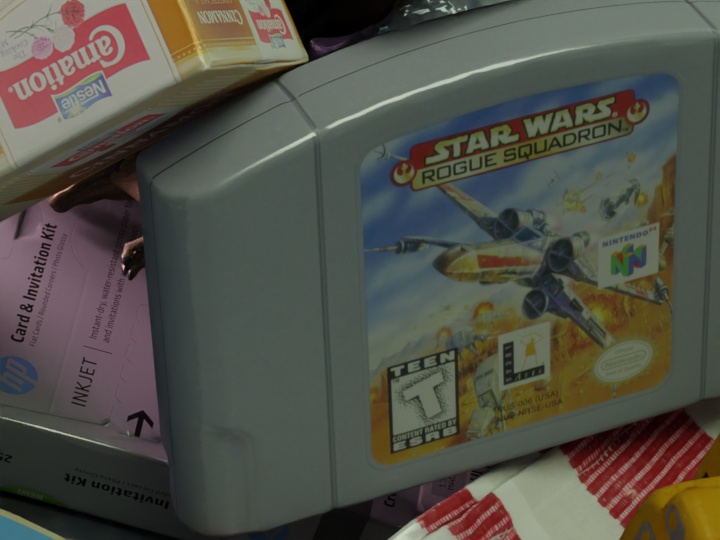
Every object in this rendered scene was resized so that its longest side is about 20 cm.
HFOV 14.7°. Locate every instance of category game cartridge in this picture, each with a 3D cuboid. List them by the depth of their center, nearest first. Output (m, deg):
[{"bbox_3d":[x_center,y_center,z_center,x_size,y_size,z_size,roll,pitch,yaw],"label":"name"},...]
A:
[{"bbox_3d":[0.038,-0.008,0.776,0.199,0.134,0.042,-15,40,-18],"label":"game cartridge"}]

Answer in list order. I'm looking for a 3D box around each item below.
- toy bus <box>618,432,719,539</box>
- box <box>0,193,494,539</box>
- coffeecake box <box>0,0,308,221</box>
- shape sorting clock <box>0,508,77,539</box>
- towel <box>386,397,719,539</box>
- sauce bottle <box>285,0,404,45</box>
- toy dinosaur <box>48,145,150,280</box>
[{"bbox_3d":[0.164,0.074,0.784,0.199,0.065,0.078,2,48,-22],"label":"toy bus"},{"bbox_3d":[-0.040,0.016,0.889,0.199,0.041,0.156,16,46,-6],"label":"box"},{"bbox_3d":[-0.128,-0.113,0.752,0.201,0.153,0.073,66,21,4],"label":"coffeecake box"},{"bbox_3d":[-0.090,0.106,0.660,0.199,0.039,0.200,24,25,-12],"label":"shape sorting clock"},{"bbox_3d":[0.079,0.107,0.780,0.144,0.023,0.200,42,50,20],"label":"towel"},{"bbox_3d":[0.000,-0.126,1.017,0.065,0.065,0.200,34,49,12],"label":"sauce bottle"},{"bbox_3d":[0.000,0.000,0.850,0.199,0.058,0.101,16,45,-5],"label":"toy dinosaur"}]
